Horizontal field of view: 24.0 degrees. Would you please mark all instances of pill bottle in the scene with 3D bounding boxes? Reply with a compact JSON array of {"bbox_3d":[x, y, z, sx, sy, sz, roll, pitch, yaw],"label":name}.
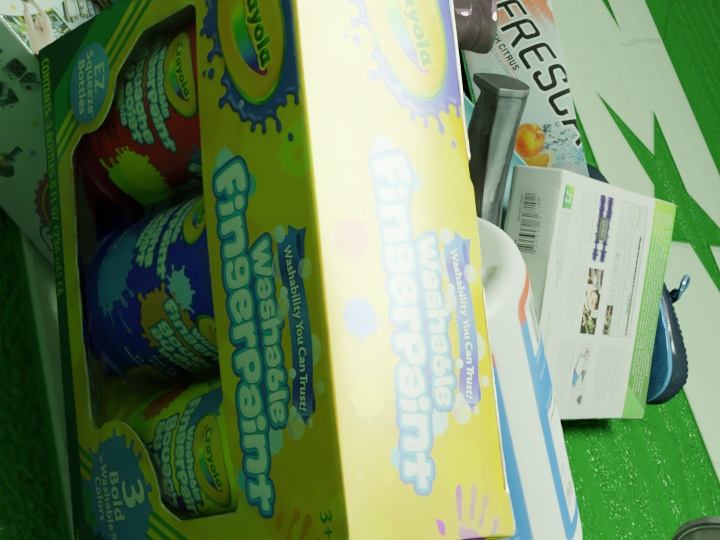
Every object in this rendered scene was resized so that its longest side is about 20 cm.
[{"bbox_3d":[0.031,0.087,0.703,0.113,0.111,0.201,-76,155,-58],"label":"pill bottle"}]

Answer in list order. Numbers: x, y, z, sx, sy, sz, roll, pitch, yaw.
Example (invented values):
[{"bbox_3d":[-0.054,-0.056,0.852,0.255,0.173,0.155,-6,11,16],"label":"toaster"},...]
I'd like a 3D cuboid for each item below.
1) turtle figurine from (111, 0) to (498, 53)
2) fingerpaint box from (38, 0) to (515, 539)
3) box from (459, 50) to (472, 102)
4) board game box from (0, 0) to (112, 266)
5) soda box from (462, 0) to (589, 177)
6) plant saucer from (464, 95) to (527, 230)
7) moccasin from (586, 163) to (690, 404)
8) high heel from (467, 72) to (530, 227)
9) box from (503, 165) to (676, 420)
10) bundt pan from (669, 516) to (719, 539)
[{"bbox_3d":[-0.033,-0.129,0.719,0.150,0.198,0.102,166,-77,-76],"label":"turtle figurine"},{"bbox_3d":[-0.038,-0.001,0.582,0.073,0.166,0.202,1,80,-39],"label":"fingerpaint box"},{"bbox_3d":[0.008,-0.135,1.043,0.161,0.049,0.201,35,35,-40],"label":"box"},{"bbox_3d":[-0.109,-0.070,0.730,0.200,0.064,0.148,51,25,-20],"label":"board game box"},{"bbox_3d":[0.103,-0.123,1.101,0.068,0.063,0.202,-80,156,-76],"label":"soda box"},{"bbox_3d":[0.044,-0.090,0.989,0.200,0.019,0.070,43,32,-32],"label":"plant saucer"},{"bbox_3d":[0.191,0.002,1.191,0.068,0.080,0.201,14,50,-42],"label":"moccasin"},{"bbox_3d":[-0.006,-0.038,0.917,0.198,0.144,0.071,1,26,-26],"label":"high heel"},{"bbox_3d":[0.137,0.019,1.038,0.200,0.036,0.146,9,90,-59],"label":"box"},{"bbox_3d":[0.235,0.225,0.910,0.202,0.201,0.076,49,49,-21],"label":"bundt pan"}]
